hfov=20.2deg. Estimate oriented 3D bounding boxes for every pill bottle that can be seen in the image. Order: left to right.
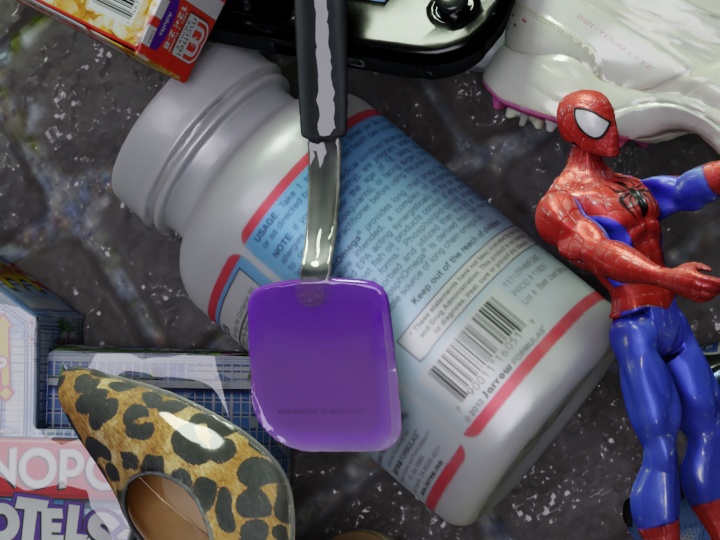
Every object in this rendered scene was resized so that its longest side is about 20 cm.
[{"bbox_3d":[0.000,0.000,0.807,0.200,0.109,0.109,40,96,12],"label":"pill bottle"}]

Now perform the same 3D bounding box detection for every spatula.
[{"bbox_3d":[-0.015,-0.034,0.747,0.056,0.021,0.202,-2,82,12],"label":"spatula"}]

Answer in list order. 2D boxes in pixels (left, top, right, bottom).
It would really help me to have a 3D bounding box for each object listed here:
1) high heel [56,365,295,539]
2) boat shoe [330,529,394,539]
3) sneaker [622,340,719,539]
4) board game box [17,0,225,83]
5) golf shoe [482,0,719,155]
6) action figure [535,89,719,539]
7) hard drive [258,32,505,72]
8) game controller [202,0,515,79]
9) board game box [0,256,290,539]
[{"bbox_3d":[-0.078,0.128,0.743,0.200,0.072,0.142,41,57,17],"label":"high heel"},{"bbox_3d":[0.010,0.204,0.821,0.071,0.064,0.202,4,93,47],"label":"boat shoe"},{"bbox_3d":[0.177,0.045,0.784,0.089,0.079,0.200,40,96,8],"label":"sneaker"},{"bbox_3d":[-0.122,-0.184,0.797,0.199,0.046,0.152,28,91,23],"label":"board game box"},{"bbox_3d":[0.149,-0.080,0.774,0.198,0.075,0.092,14,96,9],"label":"golf shoe"},{"bbox_3d":[0.126,0.023,0.724,0.099,0.065,0.201,-23,85,44],"label":"action figure"},{"bbox_3d":[0.053,-0.150,0.845,0.198,0.025,0.133,6,89,12],"label":"hard drive"},{"bbox_3d":[-0.026,-0.133,0.806,0.199,0.042,0.105,13,69,23],"label":"game controller"},{"bbox_3d":[-0.132,0.084,0.856,0.198,0.062,0.202,0,88,12],"label":"board game box"}]
